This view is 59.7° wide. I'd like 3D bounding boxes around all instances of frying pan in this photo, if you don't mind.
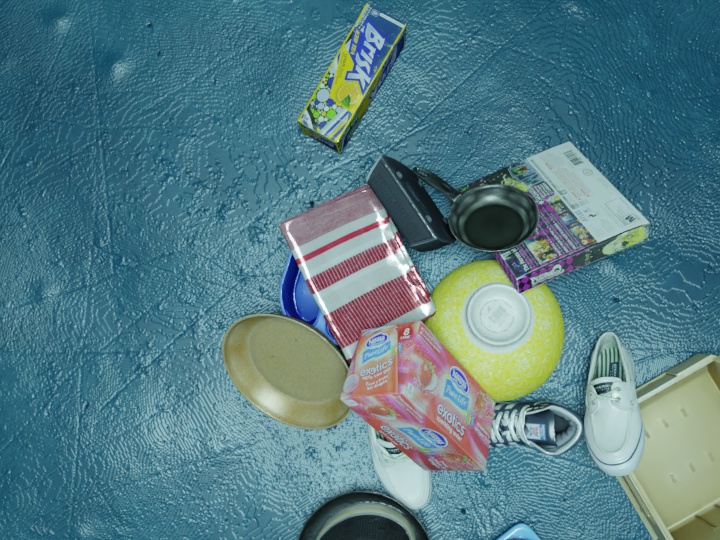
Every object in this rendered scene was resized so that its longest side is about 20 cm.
[{"bbox_3d":[0.139,-0.074,0.827,0.190,0.031,0.115,14,58,24],"label":"frying pan"}]

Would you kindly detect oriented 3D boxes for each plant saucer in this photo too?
[{"bbox_3d":[-0.094,0.132,0.859,0.200,0.035,0.201,12,126,17],"label":"plant saucer"}]

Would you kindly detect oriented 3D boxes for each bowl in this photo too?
[{"bbox_3d":[0.181,0.070,0.839,0.200,0.108,0.201,-2,73,5],"label":"bowl"}]

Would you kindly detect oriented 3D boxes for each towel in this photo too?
[{"bbox_3d":[0.000,0.000,0.818,0.144,0.023,0.200,-27,91,-18],"label":"towel"}]

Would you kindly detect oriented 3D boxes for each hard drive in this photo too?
[{"bbox_3d":[0.070,-0.084,0.834,0.042,0.200,0.135,-35,84,15],"label":"hard drive"}]

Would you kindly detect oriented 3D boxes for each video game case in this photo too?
[{"bbox_3d":[0.250,-0.079,0.846,0.181,0.036,0.200,-23,45,0],"label":"video game case"}]

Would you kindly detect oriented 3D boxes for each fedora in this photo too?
[{"bbox_3d":[-0.003,0.397,0.828,0.200,0.092,0.201,1,97,9],"label":"fedora"}]

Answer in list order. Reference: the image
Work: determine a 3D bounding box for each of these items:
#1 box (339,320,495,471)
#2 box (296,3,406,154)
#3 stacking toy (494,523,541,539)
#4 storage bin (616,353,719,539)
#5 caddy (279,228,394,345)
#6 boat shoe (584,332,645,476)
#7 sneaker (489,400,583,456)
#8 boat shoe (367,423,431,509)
[{"bbox_3d":[0.079,0.162,0.785,0.095,0.200,0.103,-13,43,37],"label":"box"},{"bbox_3d":[-0.010,-0.278,0.916,0.070,0.064,0.200,30,88,5],"label":"box"},{"bbox_3d":[0.213,0.415,0.783,0.116,0.200,0.110,-38,85,-2],"label":"stacking toy"},{"bbox_3d":[0.446,0.244,0.839,0.200,0.094,0.199,-30,85,0],"label":"storage bin"},{"bbox_3d":[-0.031,0.004,0.873,0.141,0.105,0.201,16,86,3],"label":"caddy"},{"bbox_3d":[0.319,0.165,0.813,0.073,0.200,0.067,-17,121,28],"label":"boat shoe"},{"bbox_3d":[0.199,0.213,0.845,0.199,0.109,0.070,-7,85,2],"label":"sneaker"},{"bbox_3d":[0.043,0.237,0.864,0.073,0.067,0.200,-22,85,1],"label":"boat shoe"}]
